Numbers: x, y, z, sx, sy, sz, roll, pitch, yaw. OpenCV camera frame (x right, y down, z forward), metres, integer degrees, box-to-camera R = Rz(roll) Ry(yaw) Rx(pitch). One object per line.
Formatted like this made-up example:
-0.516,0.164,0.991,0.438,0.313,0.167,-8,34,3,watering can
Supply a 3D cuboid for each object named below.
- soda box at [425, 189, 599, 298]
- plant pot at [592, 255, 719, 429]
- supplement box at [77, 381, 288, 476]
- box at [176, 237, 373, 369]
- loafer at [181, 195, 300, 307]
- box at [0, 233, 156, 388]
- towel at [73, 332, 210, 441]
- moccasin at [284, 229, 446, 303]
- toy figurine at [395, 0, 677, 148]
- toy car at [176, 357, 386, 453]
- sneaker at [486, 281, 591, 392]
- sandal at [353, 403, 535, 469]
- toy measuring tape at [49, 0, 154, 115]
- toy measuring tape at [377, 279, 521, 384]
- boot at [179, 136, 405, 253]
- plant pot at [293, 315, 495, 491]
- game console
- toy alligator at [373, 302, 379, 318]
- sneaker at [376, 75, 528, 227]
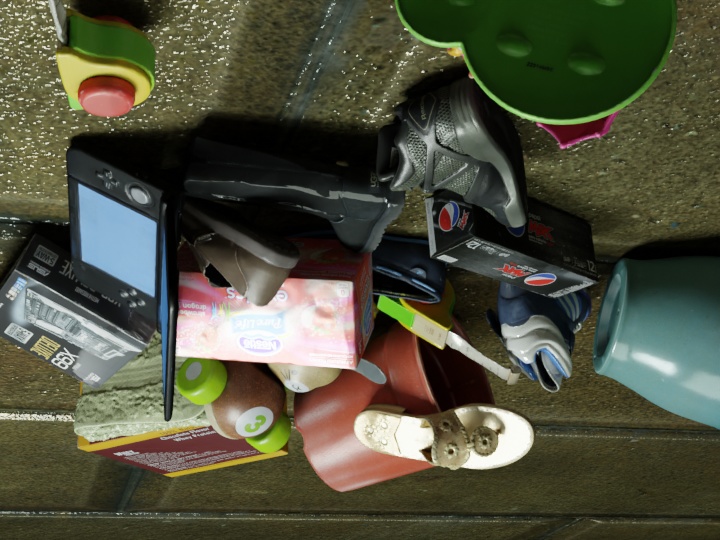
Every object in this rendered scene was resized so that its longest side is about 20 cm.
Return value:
0.157,-0.031,1.330,0.199,0.072,0.063,18,149,-41,soda box
0.367,0.070,1.468,0.186,0.202,0.200,13,157,1,plant pot
-0.226,0.169,1.679,0.195,0.134,0.200,-15,155,26,supplement box
-0.091,0.030,1.324,0.197,0.095,0.104,4,116,11,box
-0.137,-0.022,1.214,0.073,0.072,0.199,17,-172,-39,loafer
-0.316,0.049,1.405,0.157,0.050,0.200,32,150,-15,box
-0.254,0.123,1.553,0.198,0.150,0.036,-10,155,23,towel
0.000,0.000,1.388,0.197,0.069,0.081,1,157,-9,moccasin
0.134,-0.160,0.979,0.198,0.152,0.184,15,171,14,toy figurine
-0.074,0.110,1.467,0.198,0.159,0.164,-6,147,32,toy car
0.215,0.076,1.494,0.080,0.148,0.200,-14,155,26,sneaker
0.082,0.191,1.422,0.209,0.079,0.070,2,-160,25,sandal
-0.186,-0.169,0.946,0.073,0.074,0.200,-1,158,-5,toy measuring tape
0.103,0.052,1.457,0.199,0.074,0.074,30,163,15,toy measuring tape
-0.072,-0.069,1.218,0.197,0.067,0.165,4,160,-13,boot
0.036,0.165,1.576,0.194,0.203,0.200,-24,151,22,plant pot
-0.219,0.012,1.195,0.174,0.117,0.201,26,142,10,game console
-0.016,0.048,1.509,0.054,0.059,0.200,41,169,5,toy alligator
0.084,-0.097,1.166,0.113,0.077,0.199,-11,153,22,sneaker
